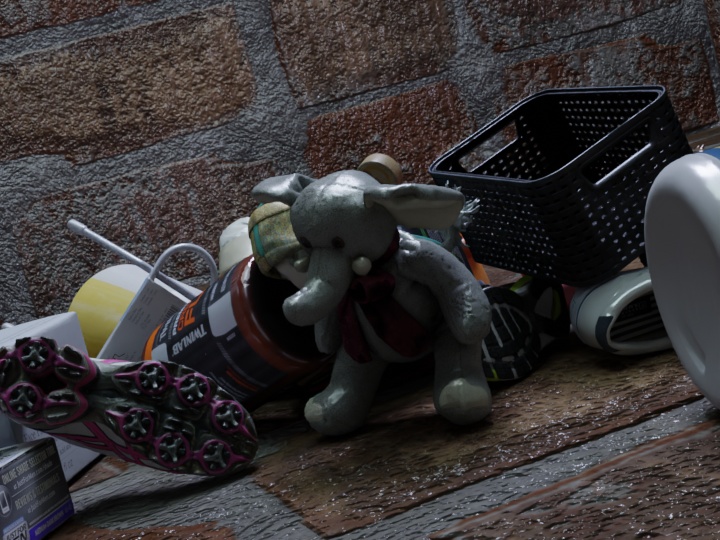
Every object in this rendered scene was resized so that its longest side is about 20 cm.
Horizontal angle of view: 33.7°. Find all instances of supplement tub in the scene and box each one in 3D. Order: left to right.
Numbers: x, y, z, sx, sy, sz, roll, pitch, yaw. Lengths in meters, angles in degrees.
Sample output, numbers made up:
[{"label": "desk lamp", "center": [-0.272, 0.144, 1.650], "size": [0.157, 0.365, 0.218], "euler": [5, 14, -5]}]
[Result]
[{"label": "supplement tub", "center": [-0.113, 0.070, 0.990], "size": [0.199, 0.108, 0.106], "euler": [-35, -8, 38]}, {"label": "supplement tub", "center": [0.270, -0.014, 0.641], "size": [0.197, 0.147, 0.145], "euler": [-15, 5, -5]}]

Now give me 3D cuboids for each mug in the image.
[{"label": "mug", "center": [-0.223, 0.087, 1.249], "size": [0.152, 0.150, 0.187], "euler": [4, 51, 50]}]

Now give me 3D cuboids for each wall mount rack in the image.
[{"label": "wall mount rack", "center": [-0.230, 0.050, 1.127], "size": [0.201, 0.173, 0.074], "euler": [-59, 19, -11]}]

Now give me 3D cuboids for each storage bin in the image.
[{"label": "storage bin", "center": [0.160, -0.071, 0.946], "size": [0.135, 0.094, 0.200], "euler": [-35, 19, -15]}]

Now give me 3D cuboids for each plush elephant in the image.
[{"label": "plush elephant", "center": [0.005, 0.001, 0.822], "size": [0.163, 0.202, 0.154], "euler": [-3, -26, 46]}]

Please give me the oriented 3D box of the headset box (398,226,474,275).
[{"label": "headset box", "center": [-0.021, 0.026, 1.121], "size": [0.173, 0.094, 0.199], "euler": [-32, -10, 40]}]

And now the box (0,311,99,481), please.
[{"label": "box", "center": [-0.339, 0.134, 0.991], "size": [0.197, 0.132, 0.199], "euler": [-15, 6, 8]}]

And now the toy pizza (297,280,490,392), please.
[{"label": "toy pizza", "center": [0.028, 0.064, 1.051], "size": [0.198, 0.032, 0.200], "euler": [-24, -8, -3]}]

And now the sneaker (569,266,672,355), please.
[{"label": "sneaker", "center": [0.253, 0.018, 0.859], "size": [0.198, 0.074, 0.071], "euler": [-22, 21, -2]}]

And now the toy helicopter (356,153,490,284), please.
[{"label": "toy helicopter", "center": [0.057, -0.031, 1.217], "size": [0.131, 0.202, 0.079], "euler": [-6, 32, 36]}]

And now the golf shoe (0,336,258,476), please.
[{"label": "golf shoe", "center": [-0.168, 0.101, 0.868], "size": [0.197, 0.073, 0.092], "euler": [18, -18, 2]}]

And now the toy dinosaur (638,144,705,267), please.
[{"label": "toy dinosaur", "center": [0.270, -0.041, 0.977], "size": [0.199, 0.137, 0.085], "euler": [-21, 7, -40]}]

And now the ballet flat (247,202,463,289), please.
[{"label": "ballet flat", "center": [0.000, 0.000, 0.942], "size": [0.198, 0.072, 0.070], "euler": [17, -13, -31]}]

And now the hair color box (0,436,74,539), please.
[{"label": "hair color box", "center": [-0.314, 0.178, 0.826], "size": [0.197, 0.066, 0.109], "euler": [-16, 4, 13]}]

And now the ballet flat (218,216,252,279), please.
[{"label": "ballet flat", "center": [-0.107, -0.018, 1.152], "size": [0.069, 0.070, 0.200], "euler": [-15, -7, 2]}]

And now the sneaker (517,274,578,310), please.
[{"label": "sneaker", "center": [0.186, -0.001, 1.158], "size": [0.086, 0.075, 0.200], "euler": [-17, 5, -3]}]

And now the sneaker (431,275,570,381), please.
[{"label": "sneaker", "center": [0.102, 0.052, 0.949], "size": [0.080, 0.075, 0.199], "euler": [-24, -5, 30]}]
